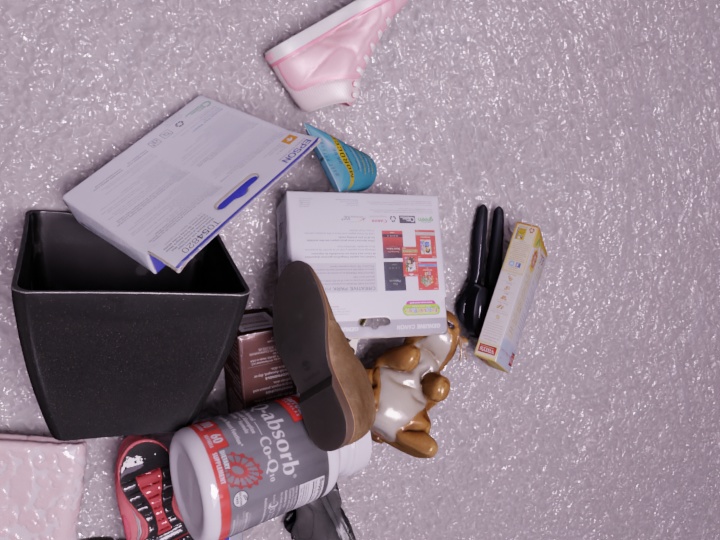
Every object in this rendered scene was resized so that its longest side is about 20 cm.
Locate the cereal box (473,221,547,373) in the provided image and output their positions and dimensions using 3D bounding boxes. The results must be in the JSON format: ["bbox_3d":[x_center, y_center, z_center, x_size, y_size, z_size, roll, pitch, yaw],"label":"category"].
[{"bbox_3d":[0.227,0.046,0.884,0.203,0.039,0.144,-69,155,-8],"label":"cereal box"}]

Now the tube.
[{"bbox_3d":[-0.022,-0.122,0.690,0.050,0.200,0.078,-33,88,12],"label":"tube"}]

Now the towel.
[{"bbox_3d":[-0.405,0.274,0.638,0.188,0.032,0.203,9,97,-14],"label":"towel"}]

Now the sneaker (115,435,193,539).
[{"bbox_3d":[-0.247,0.289,0.705,0.073,0.086,0.204,-10,97,-32],"label":"sneaker"}]

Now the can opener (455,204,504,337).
[{"bbox_3d":[0.190,0.002,0.898,0.062,0.078,0.203,11,86,-20],"label":"can opener"}]

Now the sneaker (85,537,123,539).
[{"bbox_3d":[-0.284,0.409,0.731,0.083,0.081,0.200,-44,112,7],"label":"sneaker"}]

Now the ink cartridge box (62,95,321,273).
[{"bbox_3d":[-0.166,-0.088,0.599,0.200,0.198,0.041,-46,144,-25],"label":"ink cartridge box"}]

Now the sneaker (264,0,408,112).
[{"bbox_3d":[-0.010,-0.268,0.728,0.199,0.075,0.106,-33,109,-9],"label":"sneaker"}]

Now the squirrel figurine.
[{"bbox_3d":[0.064,0.141,0.812,0.140,0.200,0.188,31,67,4],"label":"squirrel figurine"}]

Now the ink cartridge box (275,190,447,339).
[{"bbox_3d":[0.000,0.000,0.737,0.197,0.084,0.179,0,78,-18],"label":"ink cartridge box"}]

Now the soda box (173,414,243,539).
[{"bbox_3d":[-0.193,0.294,0.757,0.067,0.063,0.203,-9,105,-27],"label":"soda box"}]

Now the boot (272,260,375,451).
[{"bbox_3d":[-0.039,0.087,0.640,0.075,0.073,0.203,4,65,-55],"label":"boot"}]

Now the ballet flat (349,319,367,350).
[{"bbox_3d":[-0.013,0.066,0.802,0.069,0.069,0.203,23,89,-29],"label":"ballet flat"}]

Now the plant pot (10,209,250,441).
[{"bbox_3d":[-0.245,0.059,0.618,0.197,0.199,0.180,3,112,-28],"label":"plant pot"}]

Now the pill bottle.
[{"bbox_3d":[-0.094,0.202,0.642,0.198,0.115,0.118,-10,105,-36],"label":"pill bottle"}]

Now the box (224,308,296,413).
[{"bbox_3d":[-0.125,0.159,0.744,0.074,0.100,0.203,-7,104,-25],"label":"box"}]

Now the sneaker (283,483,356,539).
[{"bbox_3d":[-0.059,0.366,0.846,0.090,0.076,0.203,-21,103,-11],"label":"sneaker"}]
